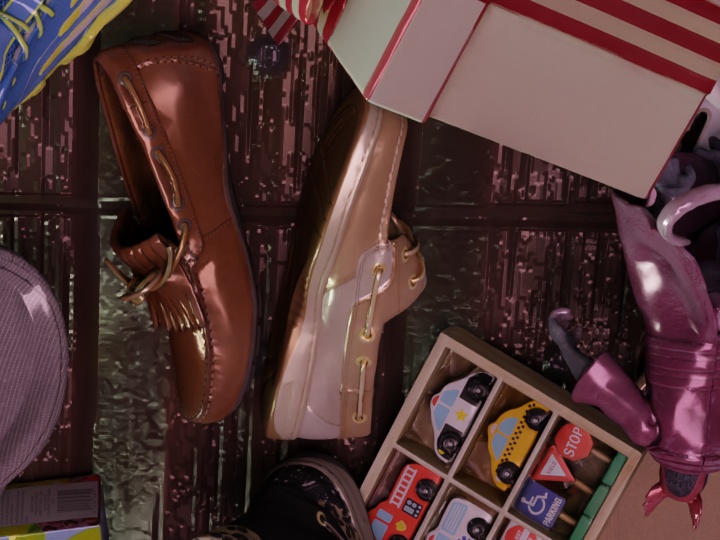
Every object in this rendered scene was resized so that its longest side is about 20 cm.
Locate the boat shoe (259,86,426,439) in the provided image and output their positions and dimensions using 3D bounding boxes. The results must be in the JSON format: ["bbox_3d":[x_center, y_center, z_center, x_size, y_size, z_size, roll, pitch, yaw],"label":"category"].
[{"bbox_3d":[0.000,0.000,1.360,0.069,0.074,0.201,9,120,-12],"label":"boat shoe"}]

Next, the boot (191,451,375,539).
[{"bbox_3d":[-0.025,0.205,1.355,0.073,0.154,0.204,-19,92,21],"label":"boot"}]

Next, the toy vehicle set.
[{"bbox_3d":[0.056,0.146,1.416,0.124,0.027,0.201,30,107,11],"label":"toy vehicle set"}]

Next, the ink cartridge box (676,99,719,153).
[{"bbox_3d":[0.242,-0.047,1.379,0.199,0.039,0.100,20,110,-14],"label":"ink cartridge box"}]

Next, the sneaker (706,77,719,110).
[{"bbox_3d":[0.239,-0.114,1.311,0.199,0.073,0.115,11,72,-1],"label":"sneaker"}]

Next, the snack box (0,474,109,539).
[{"bbox_3d":[-0.227,0.207,1.417,0.199,0.068,0.170,-6,112,-5],"label":"snack box"}]

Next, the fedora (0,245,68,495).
[{"bbox_3d":[-0.210,0.061,1.296,0.177,0.090,0.201,42,61,-38],"label":"fedora"}]

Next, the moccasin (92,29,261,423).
[{"bbox_3d":[-0.097,-0.018,1.330,0.077,0.074,0.202,-17,115,-26],"label":"moccasin"}]

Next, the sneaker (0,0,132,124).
[{"bbox_3d":[-0.160,-0.119,1.275,0.076,0.105,0.200,39,104,-18],"label":"sneaker"}]

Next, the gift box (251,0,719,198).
[{"bbox_3d":[0.062,-0.160,1.245,0.186,0.200,0.185,19,105,-29],"label":"gift box"}]

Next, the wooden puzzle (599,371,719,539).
[{"bbox_3d":[0.194,0.137,1.452,0.185,0.037,0.200,36,99,-17],"label":"wooden puzzle"}]

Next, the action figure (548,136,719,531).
[{"bbox_3d":[0.176,0.037,1.314,0.133,0.149,0.201,-2,104,-16],"label":"action figure"}]
